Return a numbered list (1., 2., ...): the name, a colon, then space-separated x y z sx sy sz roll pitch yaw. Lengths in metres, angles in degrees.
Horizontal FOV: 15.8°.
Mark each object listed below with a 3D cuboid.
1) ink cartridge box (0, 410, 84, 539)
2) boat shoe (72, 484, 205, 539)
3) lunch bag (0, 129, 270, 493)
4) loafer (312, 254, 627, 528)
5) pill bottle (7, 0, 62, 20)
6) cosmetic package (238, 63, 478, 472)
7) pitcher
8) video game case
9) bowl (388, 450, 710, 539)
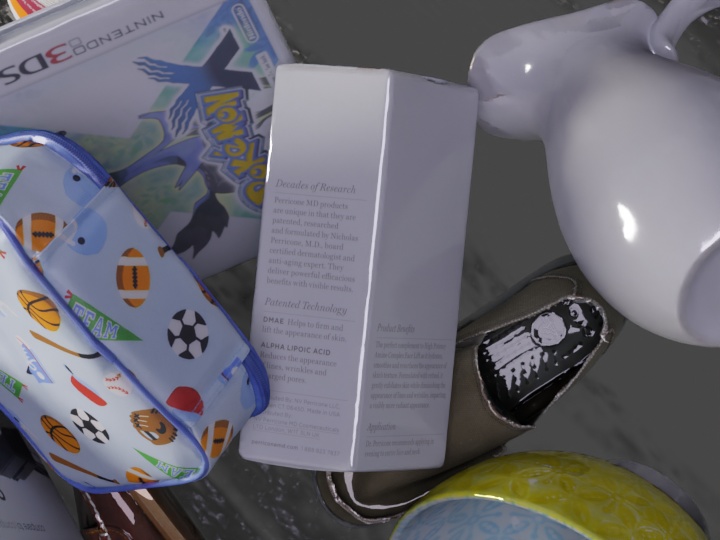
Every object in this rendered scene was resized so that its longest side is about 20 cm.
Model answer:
1. ink cartridge box: -0.226 0.102 1.312 0.084 0.145 0.200 -33 74 10
2. boat shoe: -0.116 0.154 1.382 0.070 0.070 0.200 -36 94 3
3. lunch bag: -0.149 0.019 1.263 0.200 0.160 0.076 53 57 -20
4. loafer: 0.056 0.063 1.369 0.200 0.070 0.075 -41 93 5
5. pill bottle: -0.120 -0.199 1.275 0.109 0.200 0.110 4 56 -6
6. cosmetic package: 0.000 0.000 1.311 0.074 0.102 0.200 4 89 29
7. pitcher: 0.168 -0.066 1.300 0.171 0.200 0.121 -29 135 -3
8. video game case: -0.113 -0.064 1.323 0.182 0.022 0.200 -23 136 4
9. bowl: 0.122 0.162 1.347 0.200 0.200 0.108 45 52 -3
